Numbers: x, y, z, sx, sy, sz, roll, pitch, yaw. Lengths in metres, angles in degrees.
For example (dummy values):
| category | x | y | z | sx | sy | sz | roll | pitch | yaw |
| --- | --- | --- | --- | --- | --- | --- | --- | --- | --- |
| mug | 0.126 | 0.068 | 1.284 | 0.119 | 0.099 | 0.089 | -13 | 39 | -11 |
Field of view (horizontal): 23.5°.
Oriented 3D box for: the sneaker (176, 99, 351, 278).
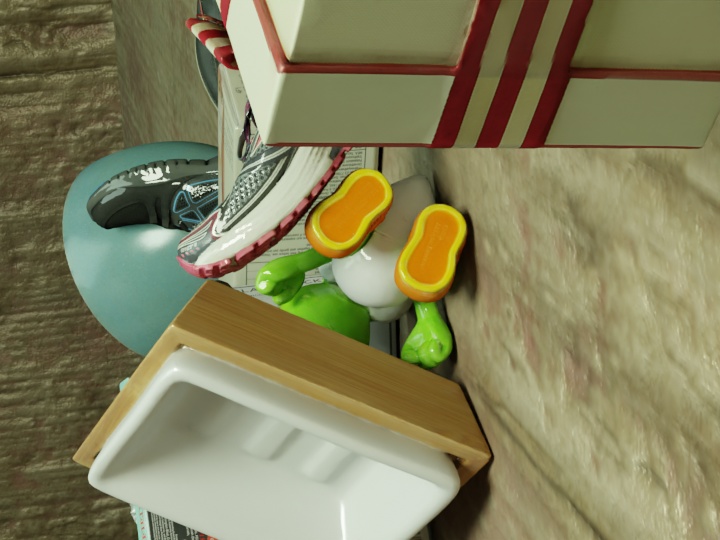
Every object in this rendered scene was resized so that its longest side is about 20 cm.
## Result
| category | x | y | z | sx | sy | sz | roll | pitch | yaw |
| --- | --- | --- | --- | --- | --- | --- | --- | --- | --- |
| sneaker | -0.040 | -0.081 | 0.981 | 0.200 | 0.075 | 0.081 | -54 | 1 | -4 |

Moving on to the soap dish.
| category | x | y | z | sx | sy | sz | roll | pitch | yaw |
| --- | --- | --- | --- | --- | --- | --- | --- | --- | --- |
| soap dish | -0.047 | 0.096 | 1.012 | 0.157 | 0.200 | 0.081 | -50 | 23 | 45 |

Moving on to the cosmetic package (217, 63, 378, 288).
| category | x | y | z | sx | sy | sz | roll | pitch | yaw |
| --- | --- | --- | --- | --- | --- | --- | --- | --- | --- |
| cosmetic package | -0.047 | -0.043 | 1.220 | 0.087 | 0.103 | 0.200 | -109 | 19 | -51 |

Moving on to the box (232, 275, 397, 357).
| category | x | y | z | sx | sy | sz | roll | pitch | yaw |
| --- | --- | --- | --- | --- | --- | --- | --- | --- | --- |
| box | -0.035 | 0.107 | 1.206 | 0.060 | 0.116 | 0.200 | -126 | 33 | -66 |

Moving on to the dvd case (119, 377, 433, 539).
| category | x | y | z | sx | sy | sz | roll | pitch | yaw |
| --- | --- | --- | --- | --- | --- | --- | --- | --- | --- |
| dvd case | -0.049 | 0.135 | 1.099 | 0.022 | 0.200 | 0.146 | -35 | 61 | 57 |

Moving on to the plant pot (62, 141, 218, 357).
| category | x | y | z | sx | sy | sz | roll | pitch | yaw |
| --- | --- | --- | --- | --- | --- | --- | --- | --- | --- |
| plant pot | -0.144 | -0.035 | 1.535 | 0.135 | 0.200 | 0.200 | -26 | 65 | 35 |

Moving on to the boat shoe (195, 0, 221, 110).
| category | x | y | z | sx | sy | sz | roll | pitch | yaw |
| --- | --- | --- | --- | --- | --- | --- | --- | --- | --- |
| boat shoe | -0.104 | -0.221 | 1.453 | 0.063 | 0.074 | 0.202 | 108 | 158 | -80 |

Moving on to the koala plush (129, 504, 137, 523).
| category | x | y | z | sx | sy | sz | roll | pitch | yaw |
| --- | --- | --- | --- | --- | --- | --- | --- | --- | --- |
| koala plush | -0.153 | 0.295 | 1.761 | 0.184 | 0.177 | 0.200 | 136 | 128 | -60 |

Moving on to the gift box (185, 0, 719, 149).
| category | x | y | z | sx | sy | sz | roll | pitch | yaw |
| --- | --- | --- | --- | --- | --- | --- | --- | --- | --- |
| gift box | 0.042 | -0.153 | 0.594 | 0.200 | 0.184 | 0.187 | -104 | 23 | -45 |

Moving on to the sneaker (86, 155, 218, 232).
| category | x | y | z | sx | sy | sz | roll | pitch | yaw |
| --- | --- | --- | --- | --- | --- | --- | --- | --- | --- |
| sneaker | -0.132 | -0.053 | 1.413 | 0.073 | 0.200 | 0.082 | -9 | -92 | -69 |

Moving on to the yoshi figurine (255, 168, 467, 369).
| category | x | y | z | sx | sy | sz | roll | pitch | yaw |
| --- | --- | --- | --- | --- | --- | --- | --- | --- | --- |
| yoshi figurine | -0.003 | 0.015 | 1.045 | 0.200 | 0.112 | 0.113 | 119 | 136 | -74 |
